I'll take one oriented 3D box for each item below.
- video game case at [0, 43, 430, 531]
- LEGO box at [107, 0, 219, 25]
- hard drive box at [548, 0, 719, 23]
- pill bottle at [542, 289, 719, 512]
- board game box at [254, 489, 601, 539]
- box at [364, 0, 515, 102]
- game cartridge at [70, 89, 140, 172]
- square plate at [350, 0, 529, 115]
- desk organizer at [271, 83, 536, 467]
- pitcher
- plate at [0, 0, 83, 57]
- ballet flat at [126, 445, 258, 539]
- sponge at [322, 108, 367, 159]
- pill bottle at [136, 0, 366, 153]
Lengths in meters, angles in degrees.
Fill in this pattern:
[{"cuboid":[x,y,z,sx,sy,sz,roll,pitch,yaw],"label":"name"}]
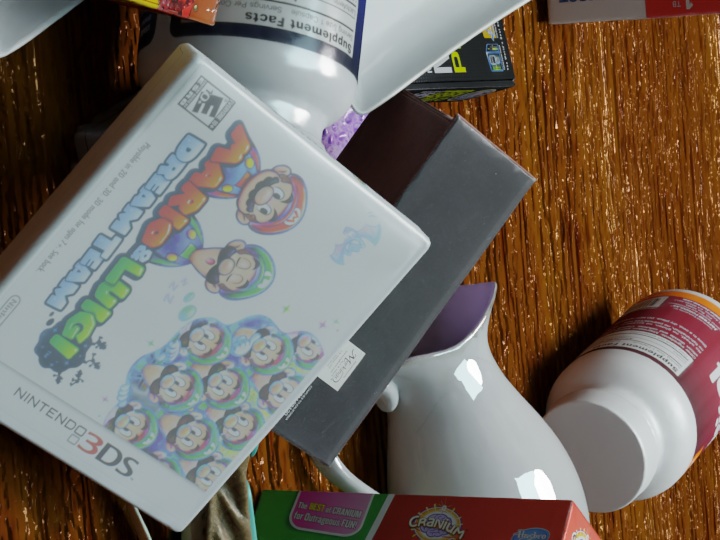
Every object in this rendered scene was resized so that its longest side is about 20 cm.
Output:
[{"cuboid":[-0.087,0.014,1.234,0.200,0.024,0.182,-49,128,5],"label":"video game case"},{"cuboid":[-0.114,-0.230,1.187,0.149,0.077,0.201,9,95,-60],"label":"LEGO box"},{"cuboid":[0.211,-0.281,1.796,0.077,0.155,0.201,-17,103,-60],"label":"hard drive box"},{"cuboid":[0.202,0.097,1.826,0.200,0.113,0.113,-36,120,-56],"label":"pill bottle"},{"cuboid":[0.055,0.183,1.464,0.153,0.199,0.040,54,44,-47],"label":"board game box"},{"cuboid":[0.018,-0.200,1.524,0.160,0.044,0.201,-7,84,-58],"label":"box"},{"cuboid":[-0.085,-0.044,1.391,0.200,0.041,0.134,-39,127,-55],"label":"game cartridge"},{"cuboid":[0.011,-0.215,1.446,0.200,0.028,0.199,-36,103,-35],"label":"square plate"},{"cuboid":[0.000,0.000,1.425,0.072,0.077,0.200,36,90,-37],"label":"desk organizer"},{"cuboid":[0.051,0.130,1.568,0.171,0.121,0.201,-31,107,-35],"label":"pitcher"},{"cuboid":[-0.167,-0.230,1.250,0.200,0.032,0.200,-46,127,-52],"label":"plate"},{"cuboid":[-0.089,0.100,1.334,0.072,0.068,0.201,-7,114,-23],"label":"ballet flat"},{"cuboid":[-0.010,-0.064,1.531,0.112,0.030,0.201,-38,122,-56],"label":"sponge"},{"cuboid":[-0.055,-0.136,1.300,0.116,0.115,0.201,28,65,-58],"label":"pill bottle"}]
